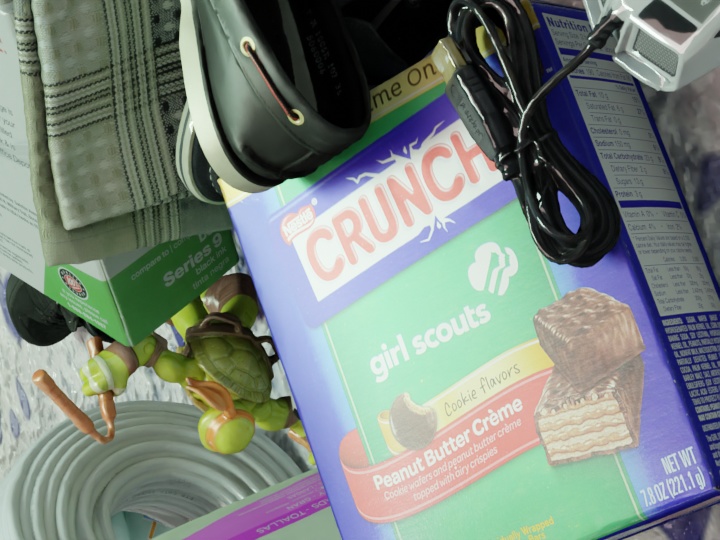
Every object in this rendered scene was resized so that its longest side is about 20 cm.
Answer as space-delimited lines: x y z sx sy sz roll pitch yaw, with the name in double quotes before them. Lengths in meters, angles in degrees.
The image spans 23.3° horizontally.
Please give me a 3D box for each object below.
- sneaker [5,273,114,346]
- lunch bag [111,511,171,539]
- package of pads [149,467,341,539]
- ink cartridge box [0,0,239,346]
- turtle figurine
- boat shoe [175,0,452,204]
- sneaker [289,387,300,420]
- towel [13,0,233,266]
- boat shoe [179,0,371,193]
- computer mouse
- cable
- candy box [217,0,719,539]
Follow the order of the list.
"sneaker" -0.187 0.015 1.174 0.105 0.059 0.201 64 143 32
"lunch bag" -0.181 0.218 1.178 0.170 0.121 0.202 -7 86 62
"package of pads" 0.001 0.165 0.822 0.200 0.153 0.069 29 133 54
"ink cartridge box" -0.153 -0.083 0.863 0.145 0.084 0.201 28 144 39
"turtle figurine" -0.086 0.044 0.938 0.065 0.199 0.162 -55 31 25
"boat shoe" -0.004 -0.100 0.752 0.200 0.074 0.062 -45 57 11
"sneaker" 0.000 0.000 0.850 0.091 0.066 0.200 64 149 15
"towel" -0.062 -0.108 0.785 0.034 0.191 0.202 34 134 48
"boat shoe" -0.048 -0.135 0.689 0.063 0.073 0.203 -22 83 37
"computer mouse" 0.116 -0.101 0.605 0.200 0.044 0.110 -41 65 26
"cable" -0.109 0.157 0.960 0.201 0.198 0.070 -99 27 -45
"candy box" 0.052 0.018 0.704 0.168 0.077 0.202 -28 74 31
